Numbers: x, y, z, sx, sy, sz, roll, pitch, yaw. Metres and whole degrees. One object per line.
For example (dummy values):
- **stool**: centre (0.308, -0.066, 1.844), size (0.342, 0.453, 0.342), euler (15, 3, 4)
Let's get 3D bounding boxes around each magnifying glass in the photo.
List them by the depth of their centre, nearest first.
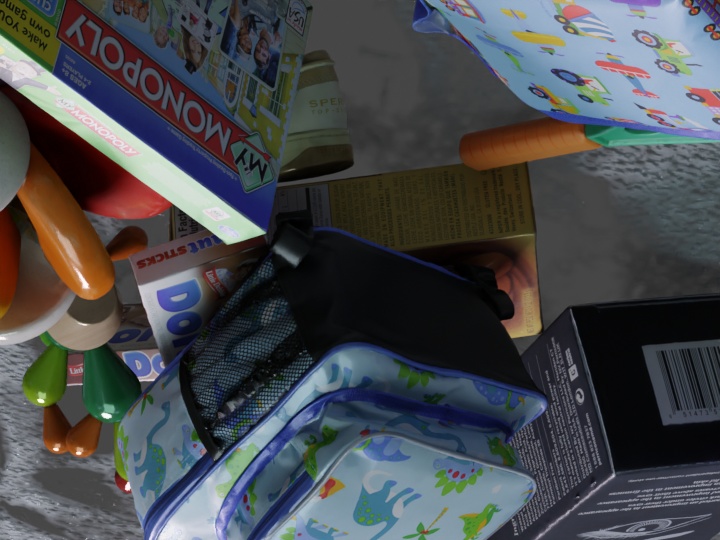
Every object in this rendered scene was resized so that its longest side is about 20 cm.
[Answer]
- **magnifying glass**: centre (0.138, -0.075, 1.173), size (0.199, 0.023, 0.079), euler (-7, 164, 38)

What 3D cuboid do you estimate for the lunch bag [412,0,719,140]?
- **lunch bag**: centre (0.106, -0.122, 1.060), size (0.199, 0.095, 0.150), euler (-1, 153, 38)

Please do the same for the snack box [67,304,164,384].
- **snack box**: centre (-0.087, 0.040, 1.409), size (0.199, 0.072, 0.024), euler (-4, 113, 25)

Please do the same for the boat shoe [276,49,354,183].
- **boat shoe**: centre (-0.092, -0.073, 1.238), size (0.200, 0.064, 0.073), euler (-7, 180, 39)

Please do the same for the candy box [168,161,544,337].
- **candy box**: centre (0.000, 0.000, 1.286), size (0.199, 0.057, 0.117), euler (-7, 150, 4)

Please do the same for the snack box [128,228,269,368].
- **snack box**: centre (-0.073, 0.042, 1.253), size (0.072, 0.024, 0.200), euler (-18, 147, -5)

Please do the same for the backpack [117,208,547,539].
- **backpack**: centre (-0.022, 0.094, 1.201), size (0.182, 0.148, 0.200), euler (17, 133, -43)

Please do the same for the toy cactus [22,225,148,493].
- **toy cactus**: centre (-0.153, 0.028, 1.313), size (0.102, 0.201, 0.165), euler (-13, 175, -14)

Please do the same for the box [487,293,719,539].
- **box**: centre (0.159, 0.101, 1.363), size (0.147, 0.105, 0.200), euler (-3, 157, -24)

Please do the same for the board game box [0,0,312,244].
- **board game box**: centre (-0.104, -0.119, 1.070), size (0.029, 0.135, 0.200), euler (-14, 144, 37)

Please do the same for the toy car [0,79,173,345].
- **toy car**: centre (-0.160, -0.072, 1.127), size (0.149, 0.201, 0.175), euler (-10, 153, 3)
